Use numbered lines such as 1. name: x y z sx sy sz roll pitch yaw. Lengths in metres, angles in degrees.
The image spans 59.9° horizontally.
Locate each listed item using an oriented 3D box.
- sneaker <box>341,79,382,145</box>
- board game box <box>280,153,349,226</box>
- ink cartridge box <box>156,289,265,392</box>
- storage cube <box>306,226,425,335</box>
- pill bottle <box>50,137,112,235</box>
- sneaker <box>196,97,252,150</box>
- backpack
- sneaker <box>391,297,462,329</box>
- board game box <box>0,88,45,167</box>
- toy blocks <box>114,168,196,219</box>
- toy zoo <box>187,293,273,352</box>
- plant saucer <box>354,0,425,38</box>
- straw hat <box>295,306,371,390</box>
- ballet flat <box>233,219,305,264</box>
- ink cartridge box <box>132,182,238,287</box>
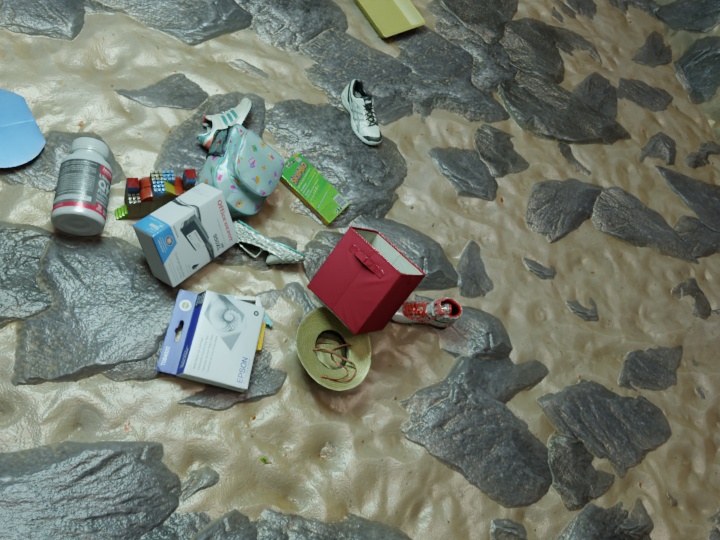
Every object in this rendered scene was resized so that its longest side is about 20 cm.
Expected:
1. sneaker: 0.009 -0.461 1.814 0.075 0.088 0.201 -23 79 -33
2. board game box: -0.129 -0.219 1.675 0.200 0.030 0.096 46 56 -3
3. ink cartridge box: -0.326 0.149 1.381 0.198 0.041 0.202 17 61 -17
4. storage cube: 0.017 0.024 1.461 0.171 0.180 0.200 42 14 18
5. pill bottle: -0.614 -0.189 1.388 0.109 0.111 0.202 7 65 -21
6. sneaker: -0.354 -0.391 1.623 0.093 0.070 0.201 30 61 -16
7. backpack: -0.291 -0.232 1.519 0.175 0.152 0.202 38 69 -42
8. sneaker: 0.164 0.099 1.614 0.199 0.108 0.068 13 62 -19
9. board game box: -0.811 -0.313 1.400 0.157 0.039 0.201 -26 85 -37
10. toy blocks: -0.460 -0.179 1.439 0.198 0.137 0.101 -8 70 -27
11. toy zoo: -0.299 0.121 1.442 0.198 0.020 0.133 5 66 -23
12. plant saucer: 0.086 -0.850 2.051 0.199 0.048 0.201 -30 82 -33
13. straw hat: -0.074 0.194 1.474 0.199 0.085 0.203 9 63 -19
14. ballet flat: -0.234 -0.054 1.538 0.198 0.072 0.072 28 58 -8
15. ink cartridge box: -0.389 -0.083 1.414 0.084 0.146 0.200 23 49 34
